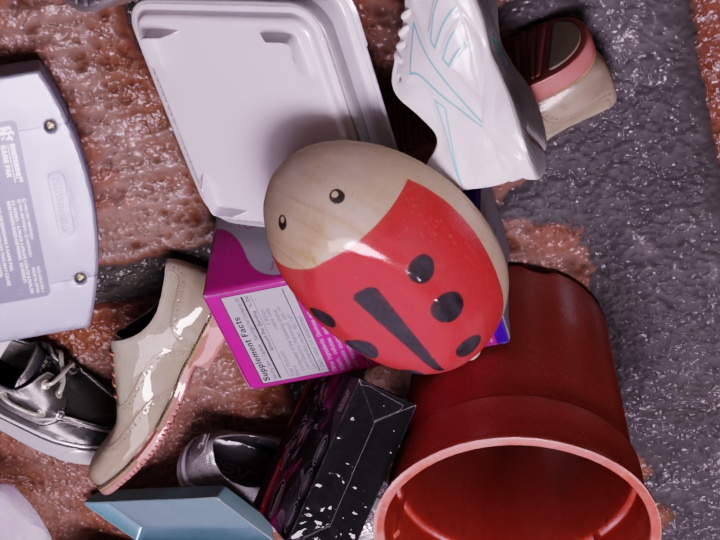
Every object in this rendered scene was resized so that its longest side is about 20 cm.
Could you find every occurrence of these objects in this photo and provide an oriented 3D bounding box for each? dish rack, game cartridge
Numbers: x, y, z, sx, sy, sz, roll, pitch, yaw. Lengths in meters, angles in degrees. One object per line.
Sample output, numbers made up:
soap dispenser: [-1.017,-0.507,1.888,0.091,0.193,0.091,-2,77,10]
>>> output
dish rack: [-0.063,-0.101,1.079,0.170,0.044,0.201,6,134,30]
game cartridge: [-0.252,-0.045,1.156,0.132,0.042,0.202,-11,119,-11]

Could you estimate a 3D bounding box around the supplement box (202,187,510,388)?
supplement box: [0.000,0.000,1.176,0.198,0.102,0.104,-10,131,14]

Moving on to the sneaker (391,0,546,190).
sneaker: [0.050,-0.143,1.019,0.080,0.070,0.202,-14,99,24]

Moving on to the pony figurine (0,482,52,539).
pony figurine: [-0.363,0.199,1.347,0.166,0.194,0.200,0,144,-43]

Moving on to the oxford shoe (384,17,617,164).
oxford shoe: [0.077,-0.093,1.107,0.199,0.071,0.075,-21,135,25]

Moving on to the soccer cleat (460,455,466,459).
soccer cleat: [0.089,0.172,1.354,0.199,0.069,0.085,28,125,-27]

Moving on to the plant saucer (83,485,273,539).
plant saucer: [-0.152,0.203,1.382,0.070,0.019,0.199,41,149,-29]

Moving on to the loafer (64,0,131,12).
loafer: [-0.099,-0.227,1.008,0.199,0.071,0.074,-26,90,15]

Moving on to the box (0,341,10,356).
box: [-0.338,-0.005,1.202,0.199,0.041,0.157,29,105,-21]

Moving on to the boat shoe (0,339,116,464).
boat shoe: [-0.256,0.093,1.304,0.198,0.071,0.064,20,133,-12]

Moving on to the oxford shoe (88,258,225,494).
oxford shoe: [-0.165,0.079,1.266,0.073,0.071,0.201,29,102,-13]

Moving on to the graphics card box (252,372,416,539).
graphics card box: [-0.023,0.138,1.218,0.051,0.200,0.126,26,86,-11]

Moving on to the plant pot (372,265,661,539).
plant pot: [0.112,0.115,1.209,0.198,0.196,0.202,2,133,2]

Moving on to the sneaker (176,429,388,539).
sneaker: [-0.051,0.180,1.350,0.198,0.075,0.082,14,156,-8]

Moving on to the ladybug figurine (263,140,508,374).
ladybug figurine: [0.019,0.002,1.055,0.135,0.072,0.200,-29,126,29]
